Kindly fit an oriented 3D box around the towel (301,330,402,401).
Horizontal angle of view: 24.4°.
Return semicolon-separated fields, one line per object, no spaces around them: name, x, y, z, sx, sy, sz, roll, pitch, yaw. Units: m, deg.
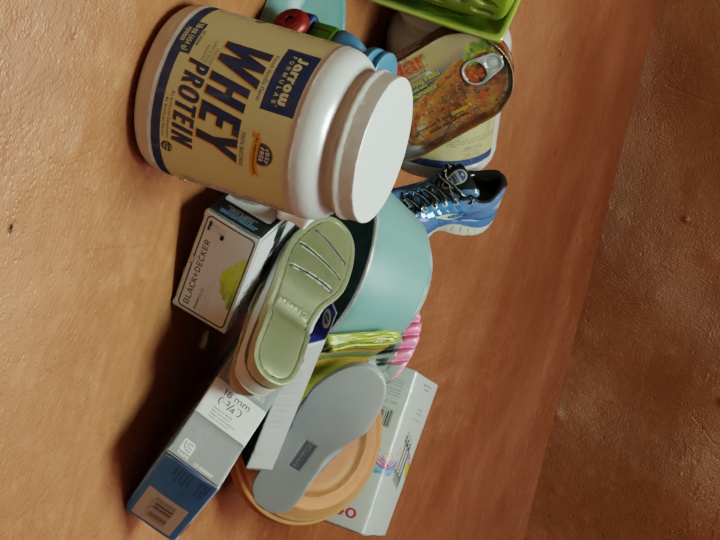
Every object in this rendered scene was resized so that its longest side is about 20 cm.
towel;-0.040;0.105;1.697;0.200;0.085;0.018;-40;-122;53

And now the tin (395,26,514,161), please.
tin;0.076;-0.196;1.817;0.112;0.199;0.042;49;29;-27

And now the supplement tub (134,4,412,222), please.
supplement tub;-0.070;-0.127;1.374;0.145;0.198;0.146;18;90;-73

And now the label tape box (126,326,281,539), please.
label tape box;-0.134;0.143;1.598;0.201;0.063;0.144;-58;-176;-36

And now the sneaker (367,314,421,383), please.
sneaker;0.024;0.040;1.888;0.095;0.078;0.202;117;-22;-66

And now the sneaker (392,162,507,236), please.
sneaker;0.082;-0.083;1.860;0.199;0.079;0.089;-13;150;-37

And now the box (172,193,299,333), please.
box;-0.094;-0.038;1.594;0.200;0.060;0.117;-45;162;-56

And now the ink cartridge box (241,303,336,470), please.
ink cartridge box;-0.081;0.092;1.649;0.201;0.037;0.095;-65;-149;28

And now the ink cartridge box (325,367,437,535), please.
ink cartridge box;-0.015;0.199;1.980;0.145;0.144;0.202;41;68;-74

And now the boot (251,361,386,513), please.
boot;-0.042;0.155;1.715;0.200;0.073;0.096;-49;-171;20

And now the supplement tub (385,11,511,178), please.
supplement tub;0.096;-0.222;1.907;0.145;0.143;0.202;-50;153;-50

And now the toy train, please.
toy train;-0.060;-0.137;1.495;0.201;0.115;0.085;-55;145;-23

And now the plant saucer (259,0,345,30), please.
plant saucer;-0.058;-0.211;1.631;0.200;0.027;0.202;18;90;-74

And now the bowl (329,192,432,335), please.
bowl;0.000;0.000;1.709;0.104;0.200;0.203;19;89;-30

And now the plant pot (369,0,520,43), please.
plant pot;0.096;-0.356;1.695;0.182;0.197;0.201;78;33;-70

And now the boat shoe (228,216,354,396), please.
boat shoe;-0.071;0.031;1.558;0.068;0.075;0.201;-29;-154;48

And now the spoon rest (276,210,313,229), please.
spoon rest;-0.047;-0.086;1.547;0.200;0.099;0.061;-69;-175;-70

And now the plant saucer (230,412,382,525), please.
plant saucer;-0.054;0.183;1.829;0.199;0.037;0.202;-4;97;-34
